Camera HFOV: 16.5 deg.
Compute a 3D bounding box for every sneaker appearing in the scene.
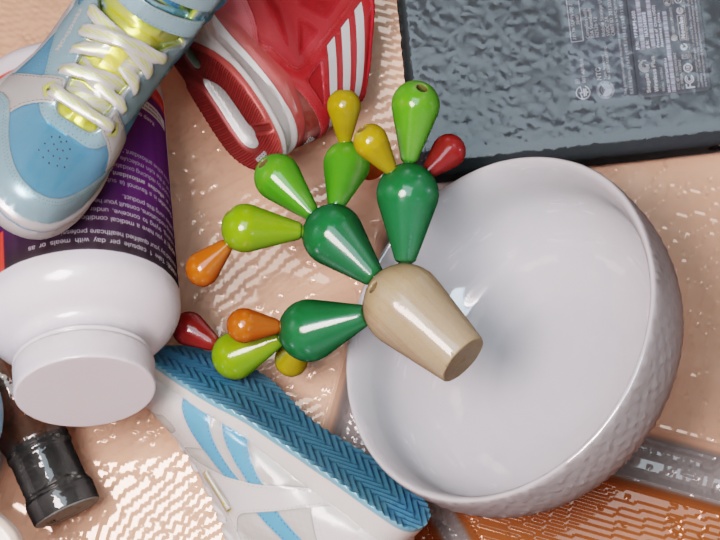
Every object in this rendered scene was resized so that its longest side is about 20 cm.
[{"bbox_3d":[-0.068,-0.164,1.428,0.115,0.078,0.201,-31,94,-34],"label":"sneaker"},{"bbox_3d":[-0.129,-0.115,1.283,0.079,0.131,0.201,33,47,-13],"label":"sneaker"},{"bbox_3d":[-0.060,0.113,1.380,0.200,0.076,0.081,36,111,21],"label":"sneaker"}]

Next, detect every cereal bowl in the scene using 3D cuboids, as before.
[{"bbox_3d":[0.094,0.044,1.361,0.199,0.083,0.202,-17,59,30],"label":"cereal bowl"}]

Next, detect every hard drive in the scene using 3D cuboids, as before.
[{"bbox_3d":[0.122,-0.130,1.438,0.198,0.033,0.141,-6,79,2],"label":"hard drive"}]

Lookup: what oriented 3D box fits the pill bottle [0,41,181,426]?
[{"bbox_3d":[-0.158,-0.020,1.367,0.111,0.113,0.201,-8,58,2],"label":"pill bottle"}]

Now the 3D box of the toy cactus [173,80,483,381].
[{"bbox_3d":[0.000,0.000,1.355,0.165,0.102,0.200,43,93,23],"label":"toy cactus"}]

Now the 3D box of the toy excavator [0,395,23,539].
[{"bbox_3d":[-0.229,0.107,1.307,0.199,0.100,0.196,25,85,12],"label":"toy excavator"}]

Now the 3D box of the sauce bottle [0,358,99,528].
[{"bbox_3d":[-0.208,0.049,1.408,0.066,0.066,0.201,-24,78,-1],"label":"sauce bottle"}]
